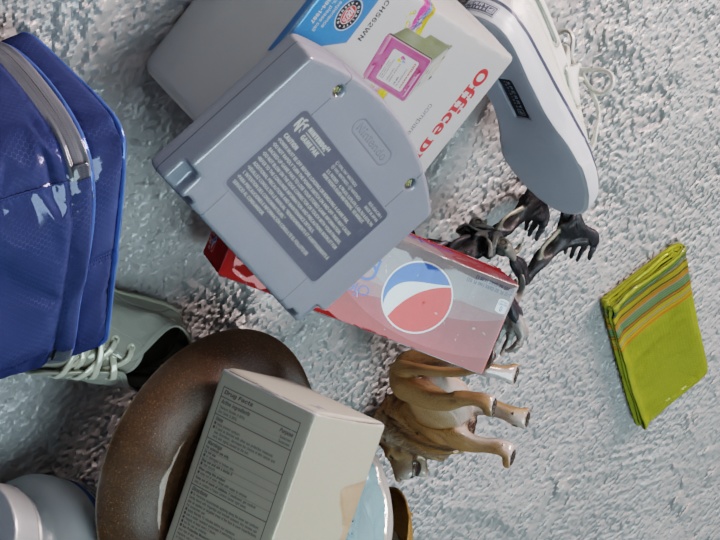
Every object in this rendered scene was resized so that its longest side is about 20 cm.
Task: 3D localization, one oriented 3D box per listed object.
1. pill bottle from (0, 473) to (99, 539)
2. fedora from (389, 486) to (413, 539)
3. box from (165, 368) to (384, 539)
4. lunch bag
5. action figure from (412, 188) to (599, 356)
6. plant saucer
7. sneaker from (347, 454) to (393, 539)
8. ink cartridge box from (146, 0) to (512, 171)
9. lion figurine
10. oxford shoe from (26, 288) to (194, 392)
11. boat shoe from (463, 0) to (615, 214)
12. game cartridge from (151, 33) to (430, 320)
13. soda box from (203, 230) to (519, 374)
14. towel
[{"bbox_3d":[-0.203,0.202,1.709,0.112,0.112,0.200,-52,144,12],"label":"pill bottle"},{"bbox_3d":[-0.028,0.247,1.911,0.081,0.201,0.201,21,116,-14],"label":"fedora"},{"bbox_3d":[-0.069,0.175,1.632,0.078,0.095,0.201,14,98,-50],"label":"box"},{"bbox_3d":[-0.210,-0.028,1.443,0.132,0.136,0.201,-19,138,-31],"label":"lunch bag"},{"bbox_3d":[0.079,0.008,1.792,0.199,0.119,0.103,-27,133,-33],"label":"action figure"},{"bbox_3d":[-0.093,0.140,1.688,0.200,0.037,0.202,-21,121,-40],"label":"plant saucer"},{"bbox_3d":[-0.018,0.196,1.809,0.073,0.201,0.082,-10,152,11],"label":"sneaker"},{"bbox_3d":[-0.015,-0.132,1.577,0.145,0.085,0.200,-51,145,11],"label":"ink cartridge box"},{"bbox_3d":[0.057,0.095,1.847,0.200,0.122,0.073,78,31,-58],"label":"lion figurine"},{"bbox_3d":[-0.181,0.044,1.618,0.199,0.058,0.075,11,120,-48],"label":"oxford shoe"},{"bbox_3d":[0.131,-0.133,1.731,0.086,0.074,0.202,-52,132,-26],"label":"boat shoe"},{"bbox_3d":[-0.034,-0.059,1.532,0.133,0.042,0.200,-45,144,-4],"label":"game cartridge"},{"bbox_3d":[0.000,0.000,1.656,0.199,0.063,0.070,22,98,-17],"label":"soda box"},{"bbox_3d":[0.254,0.058,2.101,0.086,0.018,0.200,-36,145,-10],"label":"towel"}]
